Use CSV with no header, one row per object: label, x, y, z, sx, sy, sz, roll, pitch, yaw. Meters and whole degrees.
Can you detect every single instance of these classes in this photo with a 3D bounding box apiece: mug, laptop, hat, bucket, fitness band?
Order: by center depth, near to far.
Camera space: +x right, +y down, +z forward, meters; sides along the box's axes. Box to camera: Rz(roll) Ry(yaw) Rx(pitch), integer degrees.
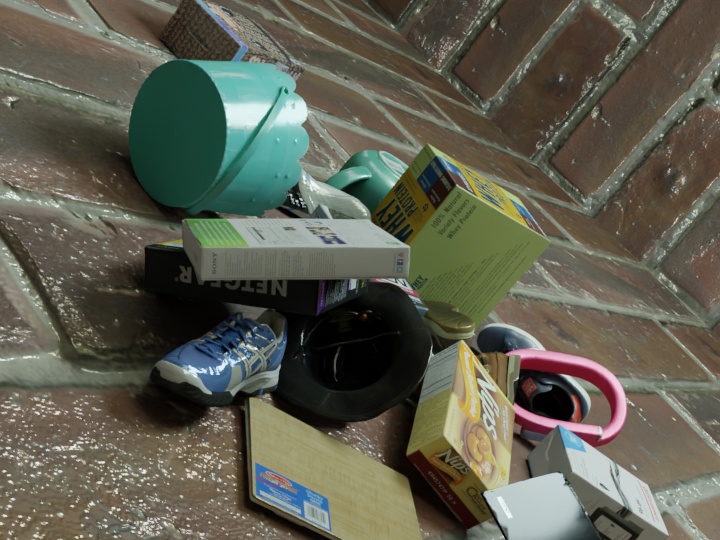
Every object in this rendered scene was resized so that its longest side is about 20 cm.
laptop,0.214,0.316,1.133,0.200,0.103,0.177,77,-13,-62
hat,-0.013,0.103,1.167,0.081,0.200,0.201,83,-19,-44
bucket,-0.178,-0.164,1.322,0.135,0.207,0.207,-4,46,-51
fitness band,0.276,0.176,1.498,0.200,0.037,0.144,11,46,-6
mug,0.028,-0.120,1.732,0.152,0.114,0.185,39,18,0

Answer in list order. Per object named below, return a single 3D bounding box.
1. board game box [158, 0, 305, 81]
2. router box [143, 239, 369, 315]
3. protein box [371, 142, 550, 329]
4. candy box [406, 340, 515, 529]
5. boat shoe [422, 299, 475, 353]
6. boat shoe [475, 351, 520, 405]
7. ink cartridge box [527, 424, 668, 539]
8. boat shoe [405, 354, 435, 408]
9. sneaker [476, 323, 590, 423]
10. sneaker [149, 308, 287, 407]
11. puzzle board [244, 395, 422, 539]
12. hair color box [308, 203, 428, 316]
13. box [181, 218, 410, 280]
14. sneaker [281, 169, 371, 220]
board game box,-0.225,-0.386,1.903,0.159,0.097,0.200,47,20,22
router box,-0.106,0.000,1.141,0.200,0.051,0.149,7,10,19
protein box,0.135,-0.045,1.625,0.200,0.199,0.135,27,22,-31
candy box,0.117,0.180,1.207,0.115,0.055,0.200,53,23,-15
boat shoe,0.108,0.084,1.489,0.072,0.066,0.201,3,8,-12
boat shoe,0.166,0.176,1.395,0.068,0.072,0.200,9,27,8
ink cartridge box,0.317,0.298,1.373,0.200,0.068,0.116,35,19,-13
boat shoe,0.037,0.114,1.288,0.202,0.075,0.086,44,20,-17
sneaker,0.248,0.156,1.574,0.200,0.075,0.085,38,27,12
sneaker,-0.130,0.077,1.008,0.076,0.077,0.200,24,10,16
puzzle board,-0.026,0.209,1.019,0.200,0.017,0.151,31,21,-22
hair color box,0.000,0.000,1.484,0.099,0.061,0.200,20,25,-43
box,-0.068,-0.022,1.051,0.200,0.036,0.144,1,13,-16
sneaker,-0.078,-0.106,1.599,0.200,0.072,0.072,29,-14,-9
